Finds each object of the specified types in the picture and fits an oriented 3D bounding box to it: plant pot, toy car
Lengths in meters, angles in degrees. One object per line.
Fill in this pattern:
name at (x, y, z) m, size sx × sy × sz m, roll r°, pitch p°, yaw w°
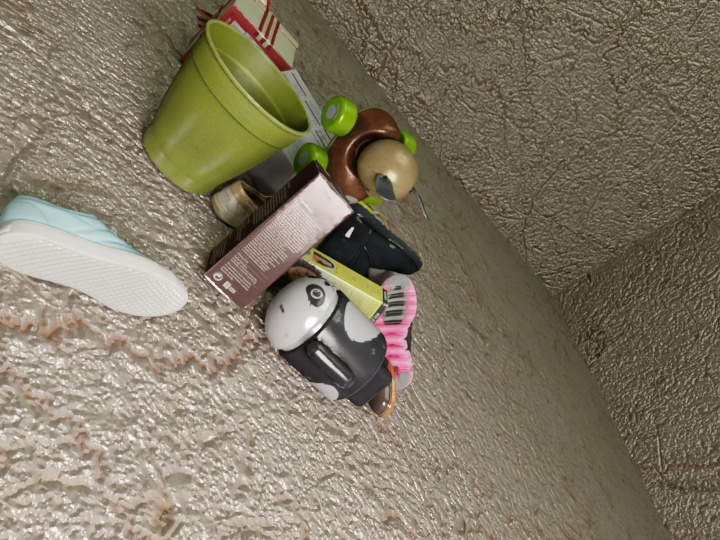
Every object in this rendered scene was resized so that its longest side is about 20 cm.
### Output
plant pot at (-0.210, -0.220, 0.860) m, size 0.200 × 0.193 × 0.201 m, roll 44°, pitch 23°, yaw -24°
toy car at (0.025, -0.137, 0.866) m, size 0.164 × 0.158 × 0.200 m, roll 16°, pitch 29°, yaw -41°

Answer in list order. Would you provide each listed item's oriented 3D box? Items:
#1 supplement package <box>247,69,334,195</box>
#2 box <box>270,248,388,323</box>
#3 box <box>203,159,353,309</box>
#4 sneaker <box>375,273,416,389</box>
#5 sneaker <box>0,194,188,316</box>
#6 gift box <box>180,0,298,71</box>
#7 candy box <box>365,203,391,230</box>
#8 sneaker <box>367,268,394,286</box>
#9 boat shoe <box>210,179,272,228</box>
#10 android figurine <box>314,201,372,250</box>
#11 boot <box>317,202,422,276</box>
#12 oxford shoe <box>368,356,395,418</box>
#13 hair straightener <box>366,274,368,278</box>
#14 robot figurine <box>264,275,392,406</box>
supplement package at (-0.135, -0.221, 1.038) m, size 0.110 × 0.156 × 0.201 m, roll -20°, pitch 71°, yaw -30°
box at (-0.057, 0.022, 0.910) m, size 0.199 × 0.075 × 0.050 m, roll 29°, pitch 26°, yaw -14°
box at (-0.109, -0.051, 0.780) m, size 0.075 × 0.200 × 0.100 m, roll 46°, pitch 9°, yaw -21°
sneaker at (0.062, 0.102, 1.029) m, size 0.095 × 0.078 × 0.202 m, roll -37°, pitch 131°, yaw -77°
sneaker at (-0.263, -0.020, 0.600) m, size 0.200 × 0.074 × 0.082 m, roll 34°, pitch 31°, yaw -44°
gift box at (-0.246, -0.469, 1.193) m, size 0.200 × 0.184 × 0.187 m, roll 49°, pitch 22°, yaw -29°
candy box at (0.027, -0.076, 1.342) m, size 0.115 × 0.055 × 0.201 m, roll 38°, pitch 25°, yaw -36°
sneaker at (0.053, 0.017, 1.180) m, size 0.200 × 0.072 × 0.085 m, roll -32°, pitch 126°, yaw -69°
boat shoe at (-0.150, -0.089, 0.960) m, size 0.200 × 0.069 × 0.074 m, roll 24°, pitch 36°, yaw -53°
android figurine at (-0.043, -0.080, 1.037) m, size 0.041 × 0.183 × 0.200 m, roll 28°, pitch 0°, yaw 31°
boot at (0.000, 0.000, 1.018) m, size 0.200 × 0.169 × 0.076 m, roll 39°, pitch -11°, yaw -33°
oxford shoe at (-0.003, 0.147, 0.933) m, size 0.072 × 0.071 × 0.201 m, roll 14°, pitch 34°, yaw -34°
hair straightener at (-0.024, -0.059, 1.172) m, size 0.077 × 0.041 × 0.201 m, roll -4°, pitch 73°, yaw -67°
robot figurine at (-0.041, 0.098, 0.819) m, size 0.200 × 0.150 × 0.125 m, roll 47°, pitch 61°, yaw -18°
